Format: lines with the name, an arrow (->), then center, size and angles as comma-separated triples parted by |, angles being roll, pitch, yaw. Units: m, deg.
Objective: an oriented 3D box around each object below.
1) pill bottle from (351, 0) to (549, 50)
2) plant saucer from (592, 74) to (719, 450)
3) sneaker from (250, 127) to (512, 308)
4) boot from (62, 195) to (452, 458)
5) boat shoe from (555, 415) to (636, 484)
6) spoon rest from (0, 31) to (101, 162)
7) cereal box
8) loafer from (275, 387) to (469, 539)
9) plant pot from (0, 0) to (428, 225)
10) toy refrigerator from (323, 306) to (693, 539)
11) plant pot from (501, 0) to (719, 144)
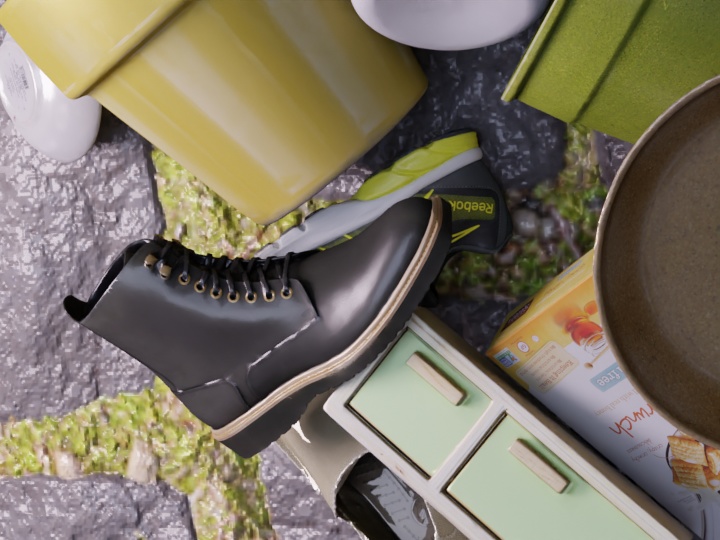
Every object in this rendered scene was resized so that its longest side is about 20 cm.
pill bottle -> 0.049, -0.229, 1.028 | 0.108, 0.109, 0.202 | -7, 66, 19
plant saucer -> 0.210, -0.007, 0.922 | 0.198, 0.035, 0.202 | 0, 105, 1
sneaker -> 0.000, 0.000, 1.111 | 0.199, 0.074, 0.085 | -35, 87, 10
boot -> -0.058, 0.005, 1.042 | 0.138, 0.078, 0.200 | 37, 115, -17
boat shoe -> 0.113, 0.177, 1.108 | 0.062, 0.073, 0.201 | 22, 98, 17
spoon rest -> -0.198, -0.165, 1.172 | 0.099, 0.060, 0.202 | -8, 98, 54
cereal box -> 0.183, 0.069, 1.019 | 0.200, 0.040, 0.144 | 40, 140, -6
loafer -> -0.001, 0.105, 1.135 | 0.200, 0.068, 0.076 | 42, 108, 13
plant pot -> -0.069, -0.137, 1.076 | 0.200, 0.201, 0.189 | -37, 101, 19
toy refrigerator -> 0.081, 0.111, 1.049 | 0.200, 0.070, 0.076 | 41, 97, 13
plant pot -> 0.203, -0.131, 0.986 | 0.192, 0.200, 0.201 | 29, 105, 1
